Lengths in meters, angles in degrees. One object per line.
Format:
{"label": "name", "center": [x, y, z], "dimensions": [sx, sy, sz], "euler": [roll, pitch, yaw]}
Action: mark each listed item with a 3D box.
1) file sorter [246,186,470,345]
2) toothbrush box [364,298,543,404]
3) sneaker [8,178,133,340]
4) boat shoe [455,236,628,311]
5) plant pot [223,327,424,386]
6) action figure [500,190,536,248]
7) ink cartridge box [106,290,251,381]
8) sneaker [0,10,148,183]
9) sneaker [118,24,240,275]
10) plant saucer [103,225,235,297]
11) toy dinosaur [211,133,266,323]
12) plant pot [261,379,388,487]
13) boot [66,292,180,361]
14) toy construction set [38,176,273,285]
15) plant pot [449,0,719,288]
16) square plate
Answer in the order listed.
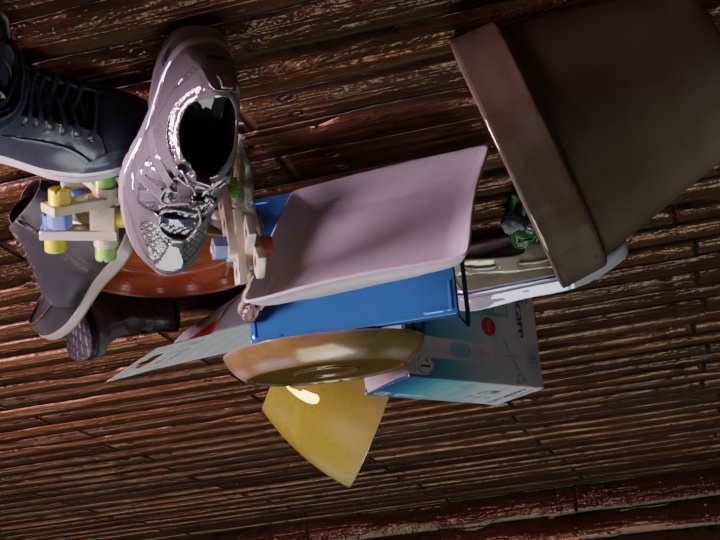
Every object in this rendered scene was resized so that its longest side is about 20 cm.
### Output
{"label": "file sorter", "center": [0.000, 0.000, 1.319], "dimensions": [0.197, 0.141, 0.123], "euler": [-9, 165, 12]}
{"label": "toothbrush box", "center": [0.100, 0.066, 1.526], "dimensions": [0.198, 0.149, 0.085], "euler": [10, 157, -36]}
{"label": "sneaker", "center": [-0.287, -0.015, 1.262], "dimensions": [0.105, 0.075, 0.200], "euler": [26, 136, -20]}
{"label": "boat shoe", "center": [0.185, -0.012, 1.448], "dimensions": [0.197, 0.072, 0.063], "euler": [-18, 117, 3]}
{"label": "plant pot", "center": [-0.034, 0.088, 1.323], "dimensions": [0.197, 0.028, 0.200], "euler": [-6, 168, -1]}
{"label": "action figure", "center": [0.187, -0.061, 1.328], "dimensions": [0.116, 0.056, 0.200], "euler": [-3, 166, -15]}
{"label": "ink cartridge box", "center": [-0.174, 0.065, 1.531], "dimensions": [0.198, 0.058, 0.162], "euler": [-8, 166, -34]}
{"label": "sneaker", "center": [-0.229, -0.124, 0.977], "dimensions": [0.199, 0.078, 0.146], "euler": [2, 163, -19]}
{"label": "sneaker", "center": [-0.132, -0.074, 1.000], "dimensions": [0.074, 0.082, 0.202], "euler": [-4, 128, -23]}
{"label": "plant saucer", "center": [-0.192, -0.017, 1.380], "dimensions": [0.197, 0.033, 0.201], "euler": [-4, 162, -1]}
{"label": "toy dinosaur", "center": [-0.120, -0.050, 1.232], "dimensions": [0.087, 0.047, 0.202], "euler": [20, 134, 29]}
{"label": "plant pot", "center": [-0.043, 0.154, 1.733], "dimensions": [0.140, 0.202, 0.200], "euler": [22, 159, -1]}
{"label": "boot", "center": [-0.253, 0.050, 1.464], "dimensions": [0.130, 0.071, 0.200], "euler": [0, -170, -20]}
{"label": "toy construction set", "center": [-0.167, -0.052, 1.121], "dimensions": [0.197, 0.093, 0.131], "euler": [11, -165, -20]}
{"label": "plant pot", "center": [0.181, -0.113, 0.992], "dimensions": [0.172, 0.202, 0.200], "euler": [-25, 159, 7]}
{"label": "square plate", "center": [0.012, -0.035, 1.175], "dimensions": [0.195, 0.201, 0.029], "euler": [-12, 118, 18]}
